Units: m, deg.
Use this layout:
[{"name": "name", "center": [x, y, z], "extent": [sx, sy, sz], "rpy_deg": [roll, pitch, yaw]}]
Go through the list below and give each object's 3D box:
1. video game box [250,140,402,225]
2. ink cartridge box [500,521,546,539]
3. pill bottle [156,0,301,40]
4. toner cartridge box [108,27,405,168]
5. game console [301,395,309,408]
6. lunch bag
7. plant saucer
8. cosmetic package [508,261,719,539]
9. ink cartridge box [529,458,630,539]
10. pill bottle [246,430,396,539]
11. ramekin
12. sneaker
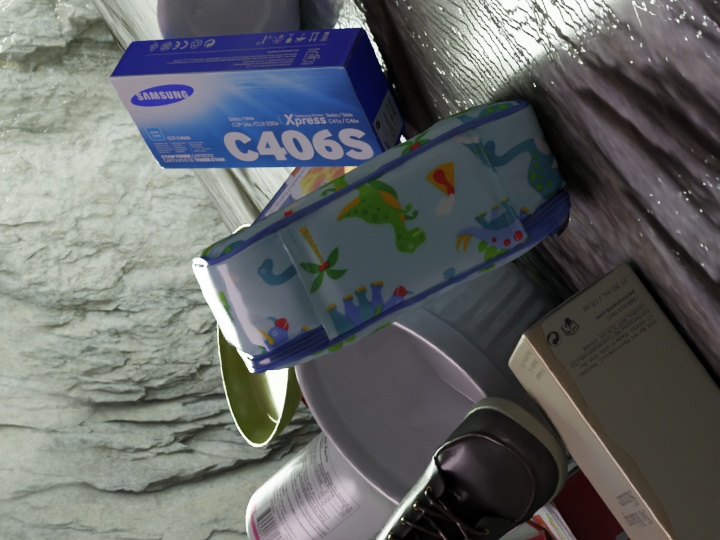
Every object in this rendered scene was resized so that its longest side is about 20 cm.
[{"name": "video game box", "center": [0.000, 0.000, 1.167], "extent": [0.183, 0.047, 0.200], "rpy_deg": [53, 136, 10]}, {"name": "ink cartridge box", "center": [0.102, 0.284, 1.103], "extent": [0.144, 0.083, 0.203], "rpy_deg": [-170, 63, -77]}, {"name": "pill bottle", "center": [-0.100, -0.177, 1.210], "extent": [0.111, 0.110, 0.200], "rpy_deg": [55, 173, 10]}, {"name": "toner cartridge box", "center": [-0.075, -0.121, 1.080], "extent": [0.198, 0.043, 0.095], "rpy_deg": [1, 138, 28]}, {"name": "game console", "center": [0.011, 0.085, 1.420], "extent": [0.177, 0.198, 0.031], "rpy_deg": [56, 132, 52]}, {"name": "lunch bag", "center": [0.009, -0.020, 0.818], "extent": [0.083, 0.198, 0.161], "rpy_deg": [63, 170, -7]}, {"name": "plant saucer", "center": [-0.087, 0.058, 1.361], "extent": [0.200, 0.031, 0.203], "rpy_deg": [177, 90, -67]}, {"name": "cosmetic package", "center": [0.168, 0.104, 0.813], "extent": [0.201, 0.073, 0.104], "rpy_deg": [56, 174, 12]}, {"name": "ink cartridge box", "center": [0.203, 0.224, 1.053], "extent": [0.201, 0.083, 0.176], "rpy_deg": [55, 172, 7]}, {"name": "pill bottle", "center": [-0.002, 0.188, 1.311], "extent": [0.113, 0.200, 0.114], "rpy_deg": [30, -144, -25]}, {"name": "ramekin", "center": [0.062, 0.074, 1.021], "extent": [0.199, 0.105, 0.202], "rpy_deg": [30, 144, 25]}, {"name": "sneaker", "center": [0.056, 0.158, 0.917], "extent": [0.075, 0.106, 0.201], "rpy_deg": [39, 149, 8]}]
